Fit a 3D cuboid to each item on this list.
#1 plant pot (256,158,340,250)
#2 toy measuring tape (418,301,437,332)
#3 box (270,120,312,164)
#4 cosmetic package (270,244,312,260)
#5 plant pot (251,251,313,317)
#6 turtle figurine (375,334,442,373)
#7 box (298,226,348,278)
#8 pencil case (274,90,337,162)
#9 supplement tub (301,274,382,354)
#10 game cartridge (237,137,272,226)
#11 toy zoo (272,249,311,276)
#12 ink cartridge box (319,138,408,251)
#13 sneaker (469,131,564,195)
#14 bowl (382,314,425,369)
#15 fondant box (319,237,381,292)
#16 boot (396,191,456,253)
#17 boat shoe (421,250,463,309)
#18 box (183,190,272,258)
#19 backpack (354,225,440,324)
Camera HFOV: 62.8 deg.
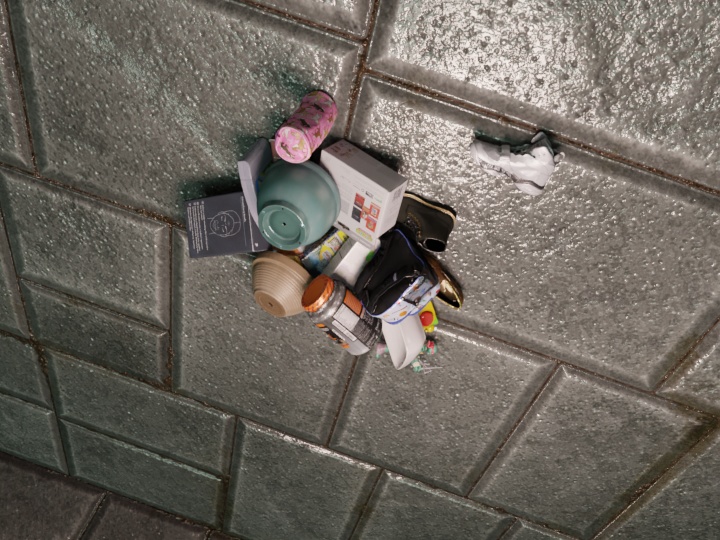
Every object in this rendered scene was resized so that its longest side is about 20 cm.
[{"bbox_3d":[-0.156,-0.134,1.341,0.195,0.135,0.204,11,131,13],"label":"plant pot"},{"bbox_3d":[0.155,0.091,1.605,0.072,0.074,0.203,-10,121,24],"label":"toy measuring tape"},{"bbox_3d":[-0.159,-0.242,1.411,0.073,0.101,0.204,9,130,10],"label":"box"},{"bbox_3d":[-0.163,-0.029,1.605,0.100,0.072,0.201,-20,120,30],"label":"cosmetic package"},{"bbox_3d":[-0.214,0.054,1.538,0.197,0.094,0.203,23,147,16],"label":"plant pot"},{"bbox_3d":[0.148,0.233,1.706,0.194,0.150,0.104,8,88,14],"label":"turtle figurine"},{"bbox_3d":[-0.056,0.000,1.570,0.135,0.038,0.202,-37,116,-4],"label":"box"},{"bbox_3d":[-0.116,-0.312,1.274,0.084,0.202,0.084,-6,126,23],"label":"pencil case"},{"bbox_3d":[-0.047,0.108,1.461,0.121,0.124,0.200,-28,123,33],"label":"supplement tub"},{"bbox_3d":[-0.238,-0.202,1.447,0.039,0.135,0.204,4,130,23],"label":"game cartridge"},{"bbox_3d":[-0.178,0.026,1.582,0.129,0.021,0.202,-6,129,43],"label":"toy zoo"},{"bbox_3d":[-0.007,-0.176,1.385,0.198,0.084,0.178,35,135,19],"label":"ink cartridge box"},{"bbox_3d":[0.337,-0.252,1.269,0.196,0.076,0.116,26,131,-12],"label":"sneaker"},{"bbox_3d":[0.111,0.147,1.582,0.073,0.204,0.201,-16,161,-11],"label":"bowl"},{"bbox_3d":[0.000,0.000,1.521,0.143,0.059,0.201,33,106,-26],"label":"fondant box"},{"bbox_3d":[0.124,-0.113,1.403,0.194,0.140,0.079,10,132,11],"label":"boot"},{"bbox_3d":[0.194,0.022,1.524,0.198,0.068,0.072,37,110,-12],"label":"boat shoe"},{"bbox_3d":[-0.341,-0.117,1.525,0.195,0.107,0.153,-5,92,21],"label":"box"},{"bbox_3d":[0.085,0.027,1.429,0.190,0.202,0.153,-42,131,13],"label":"backpack"}]
